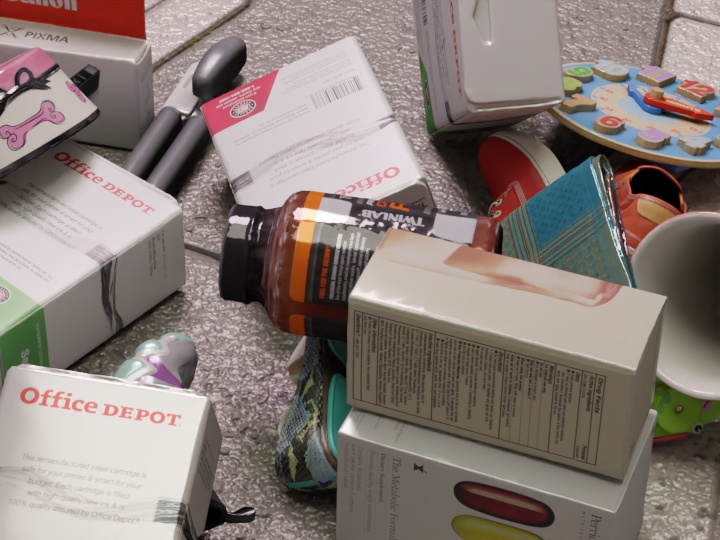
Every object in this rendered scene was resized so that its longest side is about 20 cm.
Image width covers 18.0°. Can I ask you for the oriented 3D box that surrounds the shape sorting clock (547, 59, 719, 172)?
[{"bbox_3d":[0.248,-0.137,1.941,0.198,0.040,0.200,13,22,-5],"label":"shape sorting clock"}]

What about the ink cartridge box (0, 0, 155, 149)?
[{"bbox_3d":[-0.276,-0.197,1.931,0.198,0.175,0.044,10,41,10],"label":"ink cartridge box"}]

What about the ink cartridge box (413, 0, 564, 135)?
[{"bbox_3d":[0.103,-0.195,1.879,0.083,0.147,0.200,-6,0,-8],"label":"ink cartridge box"}]

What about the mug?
[{"bbox_3d":[0.278,0.005,1.700,0.176,0.135,0.199,19,18,28],"label":"mug"}]

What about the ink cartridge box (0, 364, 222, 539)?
[{"bbox_3d":[-0.182,0.177,1.510,0.143,0.084,0.202,8,67,8],"label":"ink cartridge box"}]

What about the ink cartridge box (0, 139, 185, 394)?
[{"bbox_3d":[-0.252,-0.001,1.772,0.145,0.085,0.200,30,48,31],"label":"ink cartridge box"}]

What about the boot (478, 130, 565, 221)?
[{"bbox_3d":[0.103,-0.030,1.826,0.143,0.073,0.201,-15,47,-16],"label":"boot"}]

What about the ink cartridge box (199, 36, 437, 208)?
[{"bbox_3d":[-0.030,-0.078,1.840,0.144,0.084,0.201,-24,44,0],"label":"ink cartridge box"}]

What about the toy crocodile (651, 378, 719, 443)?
[{"bbox_3d":[0.190,0.106,1.676,0.198,0.062,0.068,-8,21,-17],"label":"toy crocodile"}]

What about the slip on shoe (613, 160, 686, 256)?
[{"bbox_3d":[0.233,-0.055,1.826,0.074,0.062,0.200,25,19,1],"label":"slip on shoe"}]

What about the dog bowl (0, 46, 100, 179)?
[{"bbox_3d":[-0.311,-0.109,1.822,0.199,0.074,0.200,-28,11,6],"label":"dog bowl"}]

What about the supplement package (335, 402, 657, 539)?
[{"bbox_3d":[0.094,0.145,1.585,0.198,0.114,0.110,14,41,16],"label":"supplement package"}]

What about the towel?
[{"bbox_3d":[0.120,0.019,1.684,0.022,0.200,0.148,27,40,-36],"label":"towel"}]

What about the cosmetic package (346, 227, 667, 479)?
[{"bbox_3d":[0.096,0.054,1.527,0.198,0.104,0.087,16,41,15],"label":"cosmetic package"}]

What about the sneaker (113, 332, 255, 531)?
[{"bbox_3d":[-0.130,0.139,1.626,0.139,0.078,0.201,19,53,18],"label":"sneaker"}]

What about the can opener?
[{"bbox_3d":[-0.155,-0.126,1.941,0.052,0.067,0.201,15,47,14],"label":"can opener"}]

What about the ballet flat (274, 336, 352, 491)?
[{"bbox_3d":[-0.029,0.085,1.694,0.074,0.075,0.201,6,39,6],"label":"ballet flat"}]

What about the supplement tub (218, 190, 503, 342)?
[{"bbox_3d":[0.000,0.000,1.651,0.198,0.108,0.107,8,41,5],"label":"supplement tub"}]
